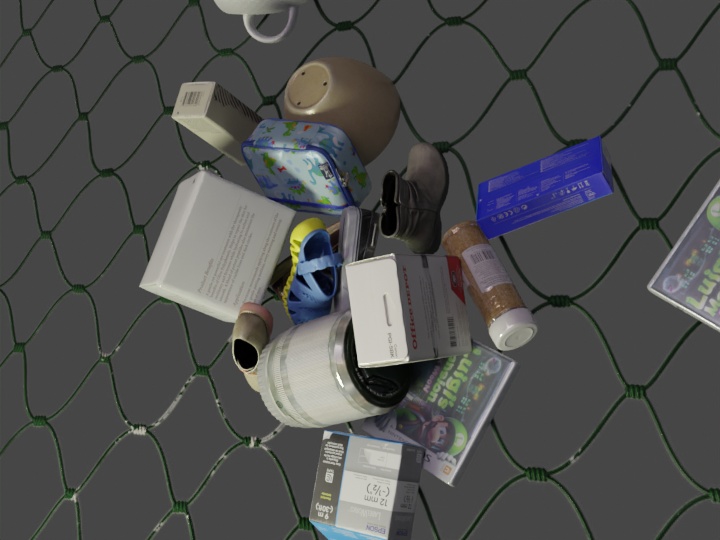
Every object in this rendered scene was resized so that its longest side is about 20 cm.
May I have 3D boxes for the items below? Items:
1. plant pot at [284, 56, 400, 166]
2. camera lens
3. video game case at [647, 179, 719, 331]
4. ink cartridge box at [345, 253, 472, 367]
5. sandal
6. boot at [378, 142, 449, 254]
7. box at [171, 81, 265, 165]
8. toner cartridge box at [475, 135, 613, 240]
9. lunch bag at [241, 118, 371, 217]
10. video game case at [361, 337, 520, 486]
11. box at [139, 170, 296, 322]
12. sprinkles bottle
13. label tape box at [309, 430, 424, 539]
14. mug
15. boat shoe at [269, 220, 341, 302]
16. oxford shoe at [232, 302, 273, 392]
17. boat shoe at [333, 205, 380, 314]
[{"bbox_3d":[-0.051,-0.279,1.833,0.200,0.134,0.201,-12,65,28],"label":"plant pot"},{"bbox_3d":[-0.035,0.145,1.614,0.200,0.160,0.160,-19,60,40],"label":"camera lens"},{"bbox_3d":[0.505,-0.016,1.424,0.182,0.023,0.200,35,92,38],"label":"video game case"},{"bbox_3d":[0.070,0.055,1.526,0.083,0.200,0.147,-10,84,30],"label":"ink cartridge box"},{"bbox_3d":[-0.070,0.022,1.703,0.079,0.200,0.087,-20,40,-28],"label":"sandal"},{"bbox_3d":[0.079,-0.128,1.687,0.068,0.131,0.201,-10,66,29],"label":"boot"},{"bbox_3d":[-0.229,-0.252,1.894,0.082,0.200,0.069,5,73,33],"label":"box"},{"bbox_3d":[0.268,-0.120,1.596,0.200,0.043,0.095,-21,33,25],"label":"toner cartridge box"},{"bbox_3d":[-0.087,-0.165,1.793,0.200,0.161,0.083,11,53,36],"label":"lunch bag"},{"bbox_3d":[0.115,0.186,1.603,0.182,0.023,0.200,27,86,37],"label":"video game case"},{"bbox_3d":[-0.237,-0.033,1.784,0.200,0.171,0.199,-5,63,69],"label":"box"},{"bbox_3d":[0.188,0.020,1.596,0.068,0.068,0.200,-36,55,16],"label":"sprinkles bottle"},{"bbox_3d":[0.003,0.340,1.575,0.143,0.066,0.201,4,78,36],"label":"label tape box"},{"bbox_3d":[-0.170,-0.523,2.020,0.175,0.148,0.201,7,105,27],"label":"mug"},{"bbox_3d":[-0.060,-0.018,1.783,0.200,0.072,0.072,-35,86,7],"label":"boat shoe"},{"bbox_3d":[-0.172,0.137,1.704,0.071,0.200,0.074,12,50,16],"label":"oxford shoe"},{"bbox_3d":[0.000,0.000,1.721,0.072,0.071,0.201,-155,70,-76],"label":"boat shoe"}]
